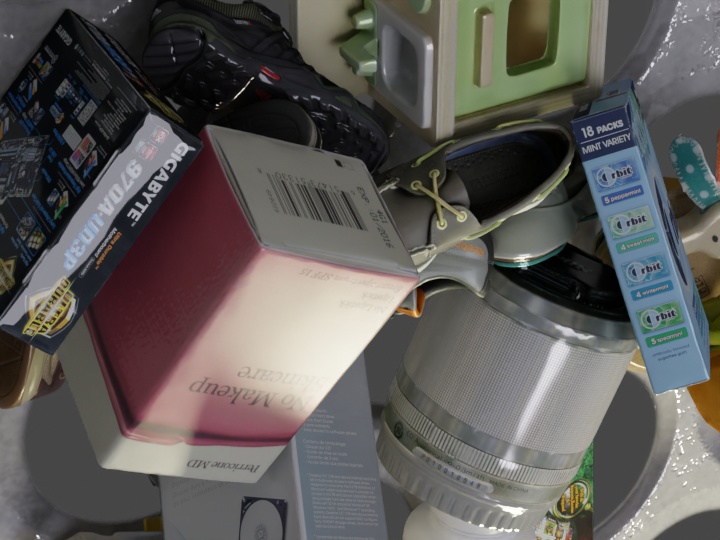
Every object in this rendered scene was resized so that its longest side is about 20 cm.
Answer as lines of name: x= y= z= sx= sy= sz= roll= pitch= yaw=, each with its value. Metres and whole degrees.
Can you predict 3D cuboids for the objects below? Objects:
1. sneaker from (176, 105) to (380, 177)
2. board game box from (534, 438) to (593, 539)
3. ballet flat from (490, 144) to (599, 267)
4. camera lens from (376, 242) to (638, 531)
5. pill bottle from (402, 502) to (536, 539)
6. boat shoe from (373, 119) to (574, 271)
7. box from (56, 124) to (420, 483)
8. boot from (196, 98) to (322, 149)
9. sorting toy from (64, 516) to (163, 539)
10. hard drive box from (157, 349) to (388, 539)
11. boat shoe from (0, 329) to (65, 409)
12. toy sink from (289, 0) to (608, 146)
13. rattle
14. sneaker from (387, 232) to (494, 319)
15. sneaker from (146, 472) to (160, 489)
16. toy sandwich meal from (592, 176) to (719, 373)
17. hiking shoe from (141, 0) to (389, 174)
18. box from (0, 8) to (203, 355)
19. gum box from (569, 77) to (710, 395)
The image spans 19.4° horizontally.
sneaker: x=-0.068 y=-0.067 z=1.474 sx=0.200 sy=0.071 sz=0.080 roll=10 pitch=135 yaw=-41
board game box: x=0.154 y=0.201 z=1.808 sx=0.104 sy=0.023 sz=0.201 roll=-18 pitch=127 yaw=-20
ballet flat: x=0.138 y=-0.057 z=1.568 sx=0.200 sy=0.069 sz=0.070 roll=-31 pitch=142 yaw=-61
camera lens: x=0.115 y=0.077 z=1.610 sx=0.160 sy=0.160 sz=0.201 roll=10 pitch=113 yaw=-37
pill bottle: x=0.085 y=0.264 z=1.742 sx=0.112 sy=0.112 sz=0.201 roll=-10 pitch=123 yaw=-28
boat shoe: x=0.058 y=-0.051 z=1.419 sx=0.201 sy=0.072 sz=0.060 roll=-25 pitch=171 yaw=-28
box: x=-0.079 y=0.025 z=1.298 sx=0.128 sy=0.109 sz=0.200 roll=10 pitch=130 yaw=-38
boot: x=-0.076 y=-0.020 z=1.408 sx=0.204 sy=0.074 sz=0.154 roll=-43 pitch=147 yaw=15
sorting toy: x=-0.146 y=0.224 z=1.549 sx=0.180 sy=0.200 sz=0.107 roll=14 pitch=66 yaw=-32
hard drive box: x=-0.062 y=0.151 z=1.417 sx=0.077 sy=0.201 sz=0.156 roll=9 pitch=155 yaw=-39
boat shoe: x=-0.200 y=0.002 z=1.427 sx=0.072 sy=0.072 sz=0.201 roll=-4 pitch=120 yaw=-49
toy sink: x=0.064 y=-0.171 z=1.452 sx=0.199 sy=0.112 sz=0.131 roll=-16 pitch=125 yaw=-24
rattle: x=0.276 y=0.005 z=1.607 sx=0.130 sy=0.143 sz=0.200 roll=14 pitch=125 yaw=-8
sneaker: x=0.000 y=0.000 z=1.494 sx=0.199 sy=0.080 sz=0.074 roll=-11 pitch=169 yaw=15
sneaker: x=-0.085 y=0.094 z=1.548 sx=0.200 sy=0.075 sz=0.082 roll=-48 pitch=134 yaw=3
toy sandwich meal: x=0.265 y=-0.002 z=1.726 sx=0.204 sy=0.070 sz=0.206 roll=-10 pitch=126 yaw=-14
hiking shoe: x=-0.057 y=-0.134 z=1.399 sx=0.200 sy=0.101 sz=0.076 roll=31 pitch=130 yaw=-35
box: x=-0.187 y=-0.060 z=1.300 sx=0.046 sy=0.200 sz=0.159 roll=33 pitch=98 yaw=-32
gum box: x=0.203 y=-0.029 z=1.511 sx=0.044 sy=0.170 sz=0.201 roll=-17 pitch=98 yaw=12
